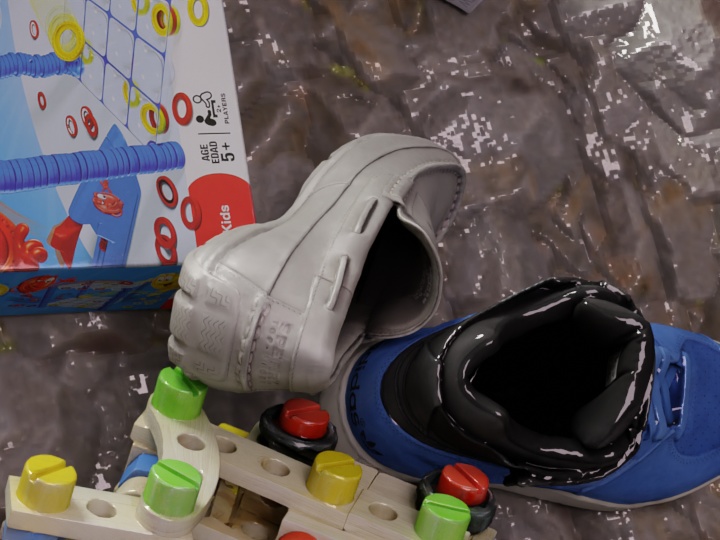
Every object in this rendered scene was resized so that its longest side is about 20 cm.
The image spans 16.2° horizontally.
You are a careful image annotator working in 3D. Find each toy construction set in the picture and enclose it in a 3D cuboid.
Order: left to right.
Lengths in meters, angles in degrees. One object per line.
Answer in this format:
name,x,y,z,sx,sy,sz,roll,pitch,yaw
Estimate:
toy construction set,-0.020,0.107,0.871,0.200,0.092,0.131,35,26,1

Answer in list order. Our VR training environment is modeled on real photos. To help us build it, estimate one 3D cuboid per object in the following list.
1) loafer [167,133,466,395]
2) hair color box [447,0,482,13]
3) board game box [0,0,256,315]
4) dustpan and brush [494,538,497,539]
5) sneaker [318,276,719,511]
loafer,0.000,0.000,0.936,0.070,0.070,0.200,19,27,18
hair color box,-0.012,-0.192,1.015,0.200,0.109,0.065,26,64,-12
board game box,-0.150,-0.084,0.950,0.196,0.056,0.200,-3,73,-24
dustpan and brush,0.063,0.161,0.961,0.200,0.057,0.140,10,56,-12
sneaker,0.096,0.049,0.963,0.200,0.111,0.077,6,78,-29
